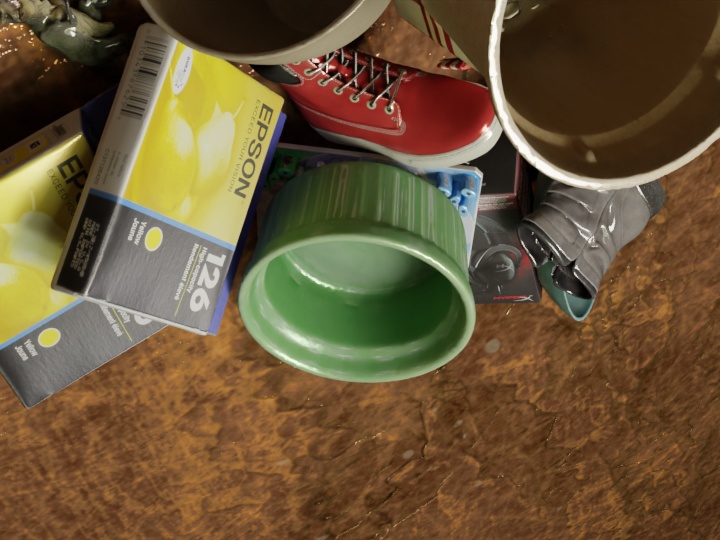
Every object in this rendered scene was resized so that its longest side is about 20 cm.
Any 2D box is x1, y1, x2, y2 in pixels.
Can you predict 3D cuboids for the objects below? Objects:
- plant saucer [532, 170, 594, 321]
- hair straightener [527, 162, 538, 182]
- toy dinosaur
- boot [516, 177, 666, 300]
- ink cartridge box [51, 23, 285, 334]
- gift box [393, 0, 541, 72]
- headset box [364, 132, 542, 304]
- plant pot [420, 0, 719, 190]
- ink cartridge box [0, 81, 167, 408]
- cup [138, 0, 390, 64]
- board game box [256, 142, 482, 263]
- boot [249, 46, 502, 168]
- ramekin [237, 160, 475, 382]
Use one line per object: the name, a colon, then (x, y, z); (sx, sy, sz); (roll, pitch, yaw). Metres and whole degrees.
plant saucer: (0.204, -0.052, 1.185); (0.036, 0.201, 0.200); (3, 150, 23)
hair straightener: (0.159, -0.082, 1.257); (0.200, 0.041, 0.077); (-46, 142, 11)
toy dinosaur: (-0.184, -0.176, 0.888); (0.088, 0.048, 0.200); (-39, 148, 9)
boot: (0.176, -0.080, 1.049); (0.200, 0.070, 0.132); (48, 69, -16)
ink cartridge box: (-0.125, -0.056, 0.922); (0.200, 0.047, 0.199); (23, 83, -57)
gift box: (0.114, -0.268, 0.915); (0.184, 0.200, 0.187); (-26, 126, -7)
headset box: (0.089, -0.051, 1.150); (0.148, 0.078, 0.200); (-2, 147, 15)
plant pot: (0.124, -0.177, 0.736); (0.199, 0.184, 0.202); (-12, 122, -20)
ink cartridge box: (-0.215, -0.015, 0.925); (0.199, 0.047, 0.198); (-31, 132, -10)
cup: (-0.047, -0.230, 0.840); (0.200, 0.200, 0.143); (-44, 166, 10)
board game box: (0.002, -0.026, 1.105); (0.199, 0.026, 0.201); (7, 140, 3)
boot: (0.006, -0.147, 0.953); (0.144, 0.199, 0.073); (38, 69, -51)
ramekin: (0.000, 0.000, 1.033); (0.198, 0.098, 0.201); (4, 141, 3)
